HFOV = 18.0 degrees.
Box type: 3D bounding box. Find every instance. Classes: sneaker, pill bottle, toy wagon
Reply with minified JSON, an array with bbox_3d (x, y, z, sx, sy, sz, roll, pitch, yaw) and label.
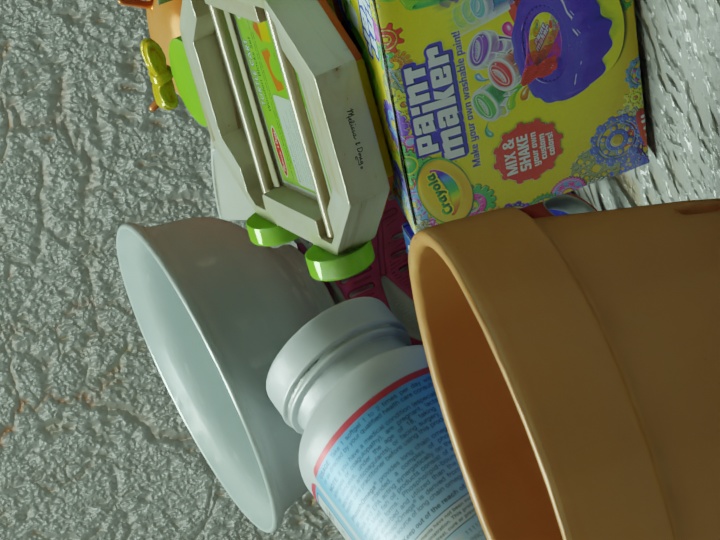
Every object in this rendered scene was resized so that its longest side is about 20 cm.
[{"bbox_3d":[0.000,0.000,1.368,0.088,0.081,0.201,111,138,-65],"label":"sneaker"},{"bbox_3d":[0.037,0.112,1.200,0.200,0.108,0.109,51,164,27],"label":"pill bottle"},{"bbox_3d":[-0.050,-0.086,1.087,0.200,0.039,0.156,28,138,60],"label":"toy wagon"}]

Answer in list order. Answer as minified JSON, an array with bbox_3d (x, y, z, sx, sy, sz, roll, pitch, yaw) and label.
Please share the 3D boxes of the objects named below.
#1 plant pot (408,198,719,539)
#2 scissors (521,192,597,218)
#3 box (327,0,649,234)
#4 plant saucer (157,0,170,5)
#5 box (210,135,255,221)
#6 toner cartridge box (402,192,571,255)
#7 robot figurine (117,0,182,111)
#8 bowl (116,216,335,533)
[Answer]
[{"bbox_3d":[0.118,0.057,0.916,0.200,0.139,0.202,161,90,-84],"label":"plant pot"},{"bbox_3d":[0.053,-0.037,1.128,0.014,0.199,0.073,-52,31,31],"label":"scissors"},{"bbox_3d":[0.036,-0.160,1.053,0.193,0.121,0.201,-117,11,-48],"label":"box"},{"bbox_3d":[-0.076,-0.234,1.156,0.200,0.031,0.202,-172,90,-85],"label":"plant saucer"},{"bbox_3d":[-0.052,-0.150,1.588,0.128,0.108,0.202,91,176,-68],"label":"box"},{"bbox_3d":[0.097,0.028,1.182,0.200,0.094,0.043,-118,10,-53],"label":"toner cartridge box"},{"bbox_3d":[-0.037,-0.156,1.298,0.144,0.198,0.118,126,124,-82],"label":"robot figurine"},{"bbox_3d":[-0.062,0.046,1.350,0.202,0.090,0.202,56,163,27],"label":"bowl"}]
